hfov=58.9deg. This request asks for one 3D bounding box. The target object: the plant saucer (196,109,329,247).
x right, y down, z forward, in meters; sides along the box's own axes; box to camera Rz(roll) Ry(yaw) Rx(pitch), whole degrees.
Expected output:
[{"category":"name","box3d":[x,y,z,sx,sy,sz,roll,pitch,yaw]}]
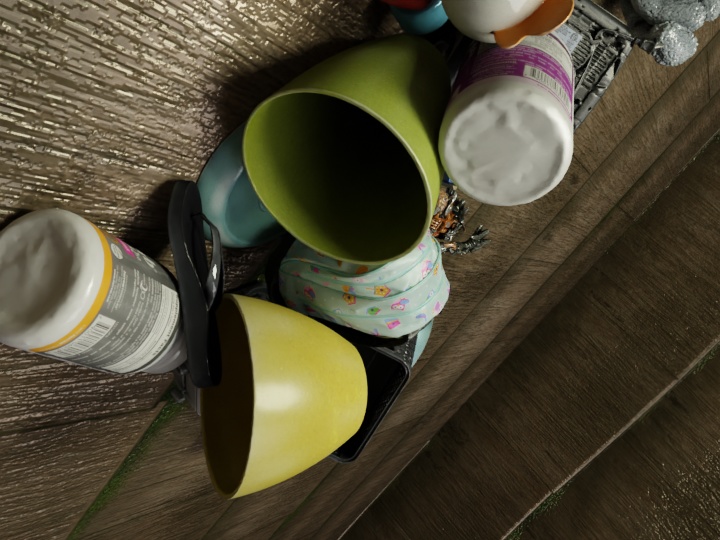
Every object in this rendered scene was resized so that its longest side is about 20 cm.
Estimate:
[{"category":"plant saucer","box3d":[-0.093,-0.097,0.712,0.200,0.027,0.201,-36,156,-19]}]

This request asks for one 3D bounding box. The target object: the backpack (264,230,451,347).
[{"category":"backpack","box3d":[0.000,0.000,0.721,0.167,0.199,0.127,-52,137,-26]}]

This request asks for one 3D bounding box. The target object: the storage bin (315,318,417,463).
[{"category":"storage bin","box3d":[-0.023,0.143,0.857,0.201,0.134,0.094,-62,-177,30]}]

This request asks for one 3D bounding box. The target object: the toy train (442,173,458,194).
[{"category":"toy train","box3d":[0.142,-0.199,0.839,0.046,0.034,0.202,2,108,-47]}]

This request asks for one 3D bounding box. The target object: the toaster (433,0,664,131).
[{"category":"toaster","box3d":[0.192,-0.239,0.731,0.181,0.199,0.119,-57,-166,27]}]

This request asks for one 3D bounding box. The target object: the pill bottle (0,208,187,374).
[{"category":"pill bottle","box3d":[-0.234,0.032,0.585,0.116,0.116,0.200,-43,158,-2]}]

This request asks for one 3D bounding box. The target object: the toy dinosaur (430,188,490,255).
[{"category":"toy dinosaur","box3d":[0.131,-0.065,1.090,0.135,0.103,0.200,-15,165,-23]}]

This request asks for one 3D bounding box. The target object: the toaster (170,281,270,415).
[{"category":"toaster","box3d":[-0.158,0.105,0.843,0.199,0.114,0.130,-28,156,-37]}]

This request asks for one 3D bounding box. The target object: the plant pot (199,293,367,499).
[{"category":"plant pot","box3d":[-0.077,0.127,0.673,0.141,0.201,0.201,3,134,-28]}]

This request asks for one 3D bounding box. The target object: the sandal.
[{"category":"sandal","box3d":[-0.151,0.011,0.627,0.042,0.202,0.076,-8,180,1]}]

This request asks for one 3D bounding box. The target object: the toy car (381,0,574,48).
[{"category":"toy car","box3d":[0.110,-0.269,0.532,0.177,0.200,0.184,-45,157,4]}]

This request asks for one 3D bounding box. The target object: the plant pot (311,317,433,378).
[{"category":"plant pot","box3d":[-0.007,0.064,0.957,0.134,0.200,0.200,31,107,-33]}]

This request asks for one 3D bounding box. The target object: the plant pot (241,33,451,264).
[{"category":"plant pot","box3d":[0.015,-0.142,0.626,0.201,0.186,0.188,-59,170,-39]}]

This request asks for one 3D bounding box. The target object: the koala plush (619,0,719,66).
[{"category":"koala plush","box3d":[0.435,-0.433,0.886,0.177,0.185,0.200,-35,137,11]}]

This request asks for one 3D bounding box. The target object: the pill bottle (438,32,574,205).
[{"category":"pill bottle","box3d":[0.139,-0.159,0.587,0.201,0.111,0.113,-69,-179,-47]}]
